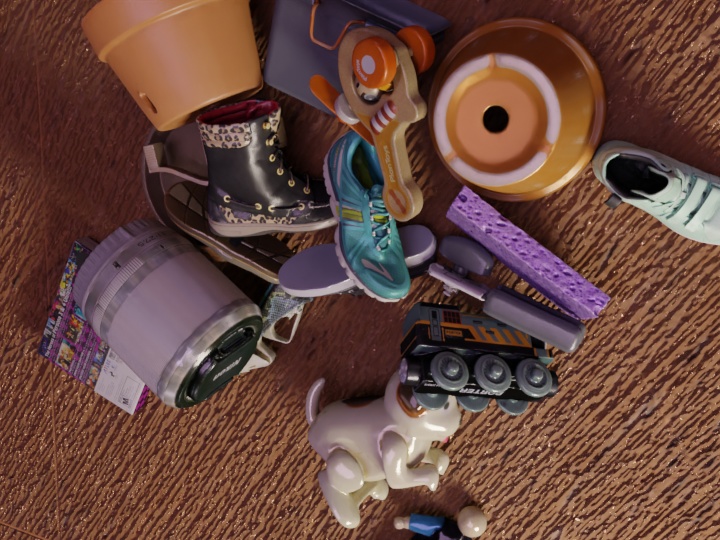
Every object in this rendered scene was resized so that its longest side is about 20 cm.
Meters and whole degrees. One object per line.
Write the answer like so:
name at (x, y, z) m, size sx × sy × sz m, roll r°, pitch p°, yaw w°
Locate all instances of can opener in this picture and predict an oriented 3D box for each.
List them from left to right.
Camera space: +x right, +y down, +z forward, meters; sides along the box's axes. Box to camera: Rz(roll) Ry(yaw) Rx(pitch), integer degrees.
can opener at (0.167, 0.027, 0.908) m, size 0.199 × 0.052 × 0.067 m, roll 31°, pitch 112°, yaw 19°

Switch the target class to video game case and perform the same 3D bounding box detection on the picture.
video game case at (-0.366, 0.082, 1.146) m, size 0.180 × 0.036 × 0.202 m, roll 29°, pitch 111°, yaw 8°

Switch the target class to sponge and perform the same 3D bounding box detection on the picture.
sponge at (0.184, -0.017, 0.894) m, size 0.199 × 0.112 × 0.030 m, roll 38°, pitch 88°, yaw 5°

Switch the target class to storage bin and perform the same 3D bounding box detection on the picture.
storage bin at (-0.019, -0.250, 0.896) m, size 0.198 × 0.146 × 0.136 m, roll 27°, pitch 121°, yaw 10°

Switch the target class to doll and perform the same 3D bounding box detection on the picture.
doll at (0.093, 0.384, 1.064) m, size 0.137 × 0.048 × 0.200 m, roll 45°, pitch 113°, yaw 2°

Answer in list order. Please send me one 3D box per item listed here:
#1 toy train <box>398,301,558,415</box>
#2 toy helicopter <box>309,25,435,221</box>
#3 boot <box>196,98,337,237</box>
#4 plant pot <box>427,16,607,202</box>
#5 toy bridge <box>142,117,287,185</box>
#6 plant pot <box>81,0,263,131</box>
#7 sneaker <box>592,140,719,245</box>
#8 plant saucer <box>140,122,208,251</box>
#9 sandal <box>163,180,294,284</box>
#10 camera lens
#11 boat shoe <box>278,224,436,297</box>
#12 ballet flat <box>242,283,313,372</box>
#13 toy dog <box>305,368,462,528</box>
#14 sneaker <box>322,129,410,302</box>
toy train at (0.136, 0.100, 0.915) m, size 0.197 × 0.115 × 0.085 m, roll 6°, pitch 148°, yaw -16°
toy helicopter at (0.019, -0.149, 0.818) m, size 0.131 × 0.079 × 0.203 m, roll 4°, pitch 115°, yaw 45°
boot at (-0.095, -0.125, 0.936) m, size 0.197 × 0.074 × 0.152 m, roll -7°, pitch 124°, yaw -1°
plant pot at (0.156, -0.164, 0.826) m, size 0.197 × 0.183 × 0.203 m, roll 5°, pitch 105°, yaw 17°
toy bridge at (-0.185, -0.144, 1.001) m, size 0.197 × 0.027 × 0.068 m, roll -8°, pitch 102°, yaw 19°
plant pot at (-0.201, -0.254, 0.916) m, size 0.198 × 0.200 × 0.142 m, roll -20°, pitch 99°, yaw 22°
sneaker at (0.336, -0.072, 0.825) m, size 0.198 × 0.118 × 0.075 m, roll 26°, pitch 109°, yaw 9°
plant saucer at (-0.199, -0.124, 1.040) m, size 0.197 × 0.029 × 0.203 m, roll 5°, pitch 106°, yaw 17°
sandal at (-0.172, -0.039, 1.007) m, size 0.199 × 0.081 × 0.054 m, roll 35°, pitch 134°, yaw 3°
camera lens at (-0.231, 0.055, 0.964) m, size 0.200 × 0.160 × 0.161 m, roll 41°, pitch 113°, yaw 14°
boat shoe at (0.000, 0.000, 0.969) m, size 0.197 × 0.070 × 0.067 m, roll -18°, pitch 140°, yaw 1°
ballet flat at (-0.130, 0.088, 1.053) m, size 0.074 × 0.074 × 0.201 m, roll 39°, pitch 114°, yaw 5°
toy dog at (0.041, 0.194, 1.000) m, size 0.199 × 0.139 × 0.195 m, roll -38°, pitch 71°, yaw 22°
sneaker at (0.010, -0.062, 0.886) m, size 0.079 × 0.077 × 0.203 m, roll -31°, pitch 75°, yaw 57°
